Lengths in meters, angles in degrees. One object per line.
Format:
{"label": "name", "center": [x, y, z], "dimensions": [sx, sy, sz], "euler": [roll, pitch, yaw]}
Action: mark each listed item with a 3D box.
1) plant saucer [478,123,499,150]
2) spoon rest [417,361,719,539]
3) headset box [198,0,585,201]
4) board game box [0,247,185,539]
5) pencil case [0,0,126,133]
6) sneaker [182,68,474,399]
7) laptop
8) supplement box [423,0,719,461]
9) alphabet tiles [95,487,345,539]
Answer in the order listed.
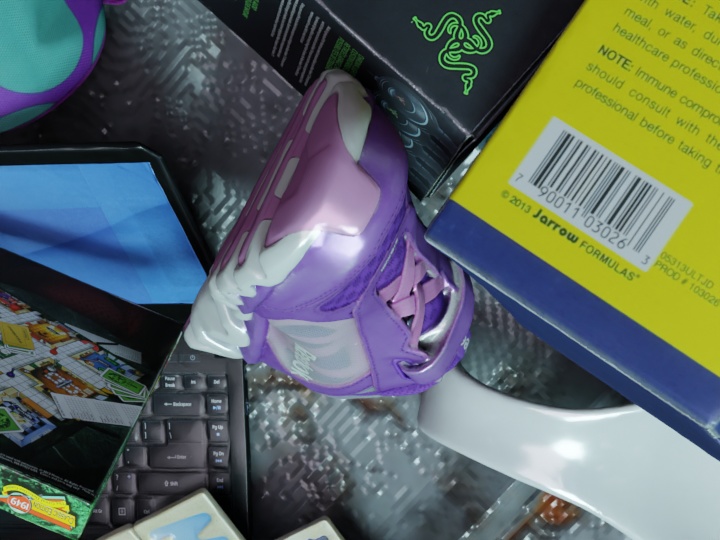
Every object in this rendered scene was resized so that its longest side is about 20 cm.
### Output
{"label": "plant saucer", "center": [0.136, -0.021, 0.762], "dimensions": [0.200, 0.019, 0.070], "euler": [32, 87, 22]}
{"label": "spoon rest", "center": [0.114, 0.069, 0.829], "dimensions": [0.199, 0.061, 0.100], "euler": [14, 106, 11]}
{"label": "headset box", "center": [0.018, -0.147, 0.746], "dimensions": [0.200, 0.093, 0.174], "euler": [42, 77, 1]}
{"label": "board game box", "center": [-0.168, 0.015, 0.782], "dimensions": [0.199, 0.105, 0.024], "euler": [23, 129, 1]}
{"label": "pencil case", "center": [-0.160, -0.142, 0.790], "dimensions": [0.092, 0.085, 0.200], "euler": [-42, 134, -17]}
{"label": "sneaker", "center": [0.000, 0.000, 0.743], "dimensions": [0.088, 0.200, 0.081], "euler": [31, 77, -1]}
{"label": "laptop", "center": [-0.139, 0.053, 0.864], "dimensions": [0.176, 0.103, 0.201], "euler": [-1, 94, 15]}
{"label": "supplement box", "center": [0.130, -0.051, 0.702], "dimensions": [0.109, 0.109, 0.200], "euler": [34, 89, 24]}
{"label": "alphabet tiles", "center": [-0.069, 0.173, 0.902], "dimensions": [0.199, 0.006, 0.167], "euler": [-28, 113, 19]}
